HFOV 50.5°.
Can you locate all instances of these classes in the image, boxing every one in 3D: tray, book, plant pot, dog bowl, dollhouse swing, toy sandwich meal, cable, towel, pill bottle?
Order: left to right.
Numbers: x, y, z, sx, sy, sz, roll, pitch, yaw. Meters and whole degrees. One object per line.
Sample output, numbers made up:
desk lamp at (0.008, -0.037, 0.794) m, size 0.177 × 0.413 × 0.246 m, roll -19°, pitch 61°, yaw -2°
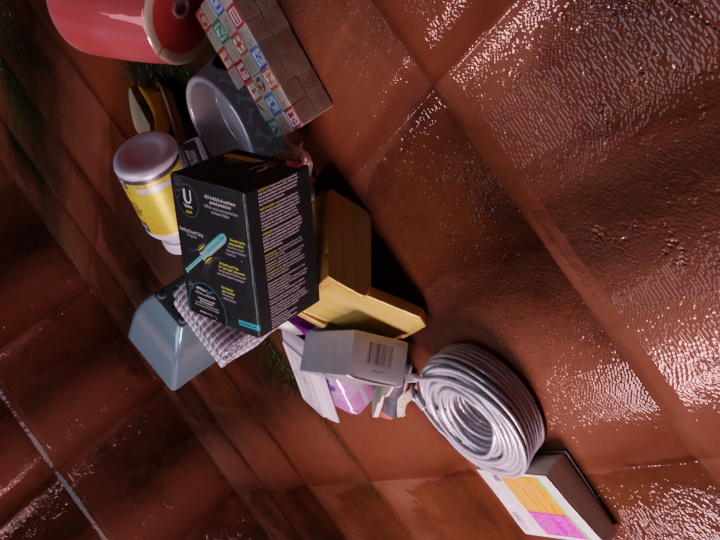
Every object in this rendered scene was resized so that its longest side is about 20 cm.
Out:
plant pot at (-0.304, -0.382, 1.062) m, size 0.174 × 0.201 × 0.204 m, roll 25°, pitch 143°, yaw 27°
toy sandwich meal at (-0.362, -0.247, 1.374) m, size 0.205 × 0.069 × 0.211 m, roll 164°, pitch 91°, yaw -73°
pill bottle at (-0.330, -0.125, 1.291) m, size 0.111 × 0.112 × 0.203 m, roll 33°, pitch 153°, yaw 34°
plant pot at (-0.432, 0.125, 1.858) m, size 0.196 × 0.195 × 0.202 m, roll 45°, pitch 144°, yaw 16°
dog bowl at (-0.200, -0.231, 1.193) m, size 0.199 × 0.058 × 0.203 m, roll 39°, pitch 149°, yaw 28°
towel at (-0.225, 0.054, 1.414) m, size 0.166 × 0.198 × 0.086 m, roll 46°, pitch 154°, yaw 16°
tray at (-0.097, 0.195, 1.400) m, size 0.107 × 0.022 × 0.203 m, roll 34°, pitch 149°, yaw 42°
dollhouse swing at (0.000, 0.000, 1.164) m, size 0.200 × 0.171 × 0.187 m, roll 139°, pitch 134°, yaw -64°
cable at (0.169, 0.198, 1.082) m, size 0.202 × 0.069 × 0.199 m, roll 54°, pitch 152°, yaw -1°
book at (0.264, 0.333, 1.112) m, size 0.135 × 0.048 × 0.199 m, roll 53°, pitch 155°, yaw -3°

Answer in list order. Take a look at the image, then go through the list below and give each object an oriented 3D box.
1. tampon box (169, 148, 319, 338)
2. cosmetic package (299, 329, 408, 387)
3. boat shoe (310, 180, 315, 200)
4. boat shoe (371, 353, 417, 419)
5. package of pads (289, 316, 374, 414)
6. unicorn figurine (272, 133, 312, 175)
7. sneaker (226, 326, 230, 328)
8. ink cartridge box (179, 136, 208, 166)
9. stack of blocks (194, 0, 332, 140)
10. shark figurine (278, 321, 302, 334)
tampon box at (-0.153, -0.042, 1.034) m, size 0.147 × 0.125 × 0.205 m, roll 17°, pitch 122°, yaw 35°
cosmetic package at (-0.015, 0.140, 1.213) m, size 0.099 × 0.076 × 0.199 m, roll 15°, pitch 167°, yaw -22°
boat shoe at (-0.127, -0.116, 1.206) m, size 0.197 × 0.068 × 0.073 m, roll -6°, pitch 93°, yaw 48°
boat shoe at (0.063, 0.191, 1.258) m, size 0.061 × 0.073 × 0.202 m, roll 7°, pitch 145°, yaw -5°
package of pads at (-0.054, 0.156, 1.390) m, size 0.119 × 0.075 × 0.204 m, roll 11°, pitch 131°, yaw 51°
unicorn figurine at (-0.120, -0.110, 1.113) m, size 0.134 × 0.074 × 0.205 m, roll 7°, pitch 119°, yaw 35°
sneaker at (-0.205, 0.038, 1.220) m, size 0.128 × 0.081 × 0.197 m, roll -32°, pitch 139°, yaw 29°
ink cartridge box at (-0.245, -0.105, 1.316) m, size 0.200 × 0.046 × 0.202 m, roll 119°, pitch 128°, yaw -80°
stack of blocks at (-0.130, -0.282, 1.018) m, size 0.203 × 0.058 × 0.114 m, roll 60°, pitch 153°, yaw -12°
shark figurine at (-0.138, -0.007, 1.311) m, size 0.129 × 0.087 × 0.220 m, roll 106°, pitch 154°, yaw -66°
